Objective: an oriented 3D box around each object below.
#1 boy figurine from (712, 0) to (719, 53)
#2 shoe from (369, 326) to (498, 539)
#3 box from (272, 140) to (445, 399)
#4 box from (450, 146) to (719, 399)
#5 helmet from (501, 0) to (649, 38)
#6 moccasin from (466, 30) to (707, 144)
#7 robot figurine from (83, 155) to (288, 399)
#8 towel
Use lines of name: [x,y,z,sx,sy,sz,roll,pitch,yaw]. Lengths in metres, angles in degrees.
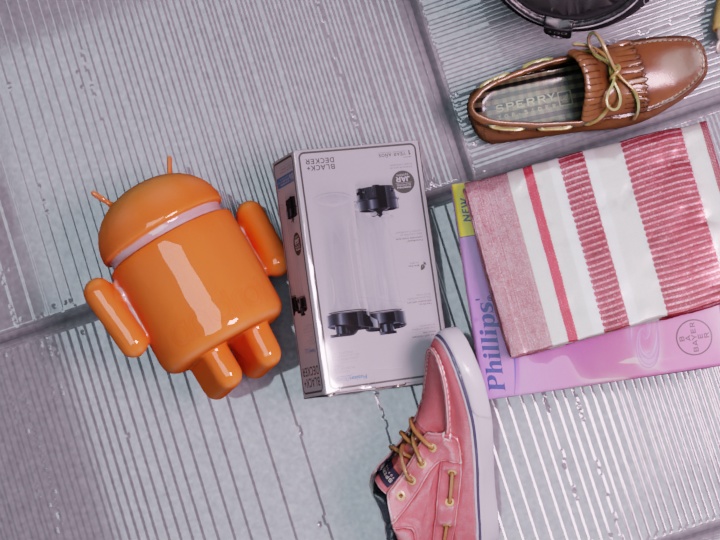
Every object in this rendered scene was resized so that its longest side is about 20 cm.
boy figurine: [0.350,-0.217,1.450,0.124,0.064,0.201,-6,89,8]
shoe: [0.054,0.146,1.415,0.091,0.072,0.201,-14,117,-13]
box: [0.000,0.000,1.453,0.116,0.060,0.201,-7,86,-22]
box: [0.185,0.004,1.437,0.199,0.097,0.177,-8,86,6]
helmet: [0.175,-0.295,1.410,0.199,0.191,0.201,5,117,9]
moccasin: [0.186,-0.154,1.455,0.200,0.078,0.074,-7,86,6]
robot figurine: [-0.140,0.004,1.463,0.143,0.117,0.201,-32,85,16]
towel: [0.192,-0.024,1.380,0.199,0.023,0.145,-15,83,3]
